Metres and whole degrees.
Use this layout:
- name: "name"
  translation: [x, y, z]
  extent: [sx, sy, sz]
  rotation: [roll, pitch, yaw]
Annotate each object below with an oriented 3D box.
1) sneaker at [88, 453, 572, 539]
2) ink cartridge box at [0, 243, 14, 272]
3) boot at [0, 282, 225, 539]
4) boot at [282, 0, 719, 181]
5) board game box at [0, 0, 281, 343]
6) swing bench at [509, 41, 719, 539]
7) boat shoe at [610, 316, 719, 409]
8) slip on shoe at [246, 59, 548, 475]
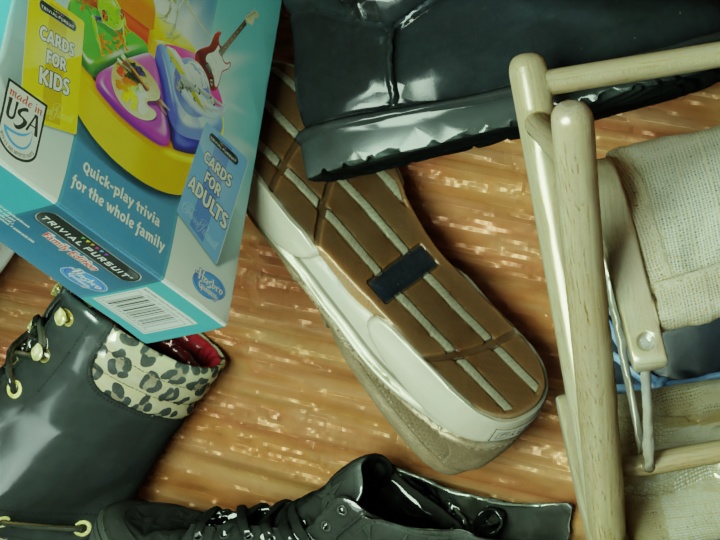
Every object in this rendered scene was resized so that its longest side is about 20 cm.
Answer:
- name: "sneaker"
  translation: [-0.015, 0.116, 1.120]
  extent: [0.199, 0.060, 0.105]
  rotation: [22, 118, 5]
- name: "ink cartridge box"
  translation: [-0.261, 0.018, 1.189]
  extent: [0.200, 0.116, 0.067]
  rotation: [-49, 36, 24]
- name: "boot"
  translation: [-0.176, 0.058, 1.156]
  extent: [0.203, 0.074, 0.154]
  rotation: [27, 110, -18]
- name: "boot"
  translation: [0.049, -0.137, 1.040]
  extent: [0.199, 0.076, 0.169]
  rotation: [-12, 87, 17]
- name: "board game box"
  translation: [-0.099, -0.095, 1.026]
  extent: [0.047, 0.151, 0.201]
  rotation: [-11, 57, 34]
- name: "swing bench"
  translation: [0.171, 0.011, 0.943]
  extent: [0.198, 0.130, 0.201]
  rotation: [-9, 104, -1]
- name: "boat shoe"
  translation: [0.134, 0.068, 1.042]
  extent: [0.084, 0.069, 0.201]
  rotation: [-4, 97, 26]
- name: "slip on shoe"
  translation: [0.000, 0.000, 1.098]
  extent: [0.200, 0.076, 0.061]
  rotation: [49, 140, 11]
